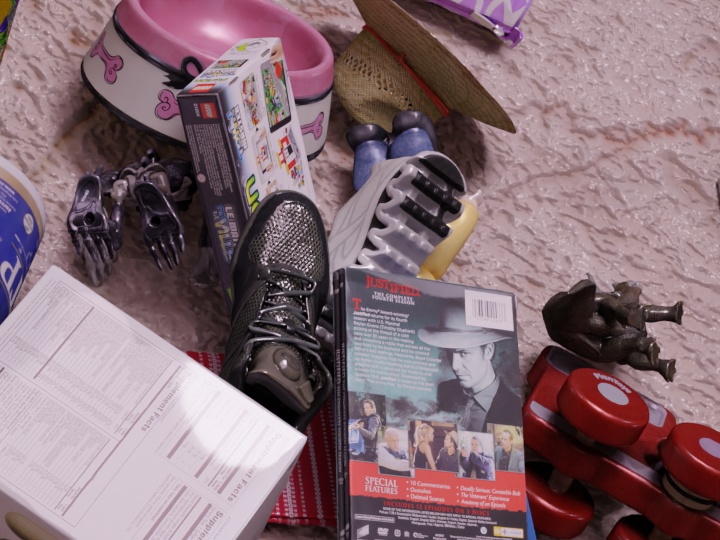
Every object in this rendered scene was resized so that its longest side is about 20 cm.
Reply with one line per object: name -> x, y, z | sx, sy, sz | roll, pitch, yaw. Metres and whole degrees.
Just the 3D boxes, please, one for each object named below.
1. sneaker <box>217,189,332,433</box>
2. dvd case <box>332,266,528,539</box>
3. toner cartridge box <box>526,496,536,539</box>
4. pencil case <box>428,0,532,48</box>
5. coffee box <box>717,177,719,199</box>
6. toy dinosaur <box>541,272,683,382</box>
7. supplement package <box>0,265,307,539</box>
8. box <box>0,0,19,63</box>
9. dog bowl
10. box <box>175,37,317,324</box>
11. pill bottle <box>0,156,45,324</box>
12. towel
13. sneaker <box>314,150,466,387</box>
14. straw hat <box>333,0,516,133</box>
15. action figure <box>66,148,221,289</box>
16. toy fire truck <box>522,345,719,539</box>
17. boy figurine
sneaker -> -0.052, 0.038, 1.559 | 0.076, 0.114, 0.200 | 19, 76, -19
dvd case -> 0.049, 0.103, 1.580 | 0.146, 0.022, 0.200 | 8, 71, -29
toner cartridge box -> 0.059, 0.119, 1.620 | 0.095, 0.043, 0.200 | -5, 76, -32
pencil case -> 0.060, -0.261, 1.971 | 0.200, 0.084, 0.086 | 22, 70, -4
coffee box -> 0.433, -0.045, 1.867 | 0.198, 0.200, 0.200 | 11, 49, -16
toy dinosaur -> 0.181, 0.043, 1.730 | 0.102, 0.077, 0.200 | 4, 2, 29
supplement package -> -0.168, 0.135, 1.468 | 0.200, 0.152, 0.151 | 34, 58, 5
box -> -0.361, -0.167, 1.625 | 0.122, 0.193, 0.200 | 43, 49, 15
dog bowl -> -0.110, -0.159, 1.765 | 0.200, 0.074, 0.200 | 18, 25, -9
box -> -0.073, -0.056, 1.656 | 0.035, 0.200, 0.110 | 0, 25, 25
pill bottle -> -0.297, 0.018, 1.548 | 0.120, 0.120, 0.200 | 22, 47, -5
towel -> -0.053, 0.123, 1.635 | 0.200, 0.022, 0.145 | 6, 51, -20
sneaker -> 0.000, 0.000, 1.681 | 0.075, 0.081, 0.200 | 43, 72, -33
straw hat -> 0.025, -0.150, 1.849 | 0.201, 0.201, 0.085 | 43, 88, 14
action figure -> -0.155, -0.035, 1.670 | 0.119, 0.102, 0.200 | -2, 8, 7
toy fire truck -> 0.207, 0.135, 1.691 | 0.200, 0.112, 0.168 | 28, 25, 4
boy figurine -> 0.038, -0.028, 1.757 | 0.124, 0.064, 0.200 | -17, 55, 14
